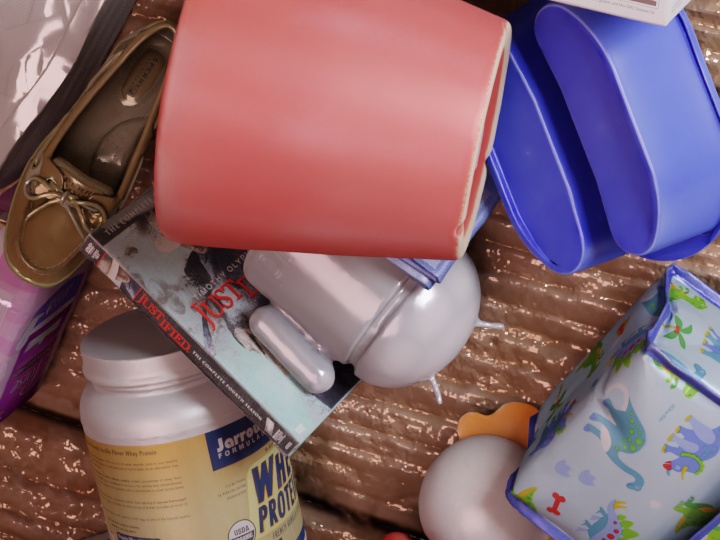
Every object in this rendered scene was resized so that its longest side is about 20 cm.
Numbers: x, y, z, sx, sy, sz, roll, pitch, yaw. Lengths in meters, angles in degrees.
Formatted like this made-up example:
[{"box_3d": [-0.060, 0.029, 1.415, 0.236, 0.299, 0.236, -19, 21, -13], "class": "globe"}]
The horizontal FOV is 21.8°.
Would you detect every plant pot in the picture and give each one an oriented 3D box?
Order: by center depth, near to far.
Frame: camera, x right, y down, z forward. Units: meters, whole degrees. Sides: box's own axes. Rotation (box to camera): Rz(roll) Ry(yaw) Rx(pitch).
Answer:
[{"box_3d": [-0.011, -0.093, 1.097, 0.175, 0.201, 0.202, 13, 116, 6], "class": "plant pot"}]

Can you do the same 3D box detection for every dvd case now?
[{"box_3d": [-0.081, 0.019, 1.298, 0.200, 0.146, 0.022, 44, 130, 4], "class": "dvd case"}]

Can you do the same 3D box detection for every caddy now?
[{"box_3d": [0.154, -0.094, 1.166, 0.141, 0.104, 0.202, -15, 98, 51], "class": "caddy"}]

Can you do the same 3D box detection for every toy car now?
[{"box_3d": [0.095, 0.194, 1.300, 0.175, 0.184, 0.202, 23, 90, 15], "class": "toy car"}]

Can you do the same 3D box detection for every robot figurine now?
[{"box_3d": [0.000, 0.000, 1.268, 0.200, 0.113, 0.170, 39, 87, 6], "class": "robot figurine"}]

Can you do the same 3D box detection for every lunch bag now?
[{"box_3d": [0.222, 0.130, 1.217, 0.199, 0.128, 0.170, 36, 126, -6], "class": "lunch bag"}]

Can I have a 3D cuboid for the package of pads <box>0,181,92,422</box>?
[{"box_3d": [-0.265, 0.026, 1.402, 0.075, 0.120, 0.201, 34, 120, 9], "class": "package of pads"}]

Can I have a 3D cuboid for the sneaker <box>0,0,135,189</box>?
[{"box_3d": [-0.249, -0.165, 1.351, 0.115, 0.074, 0.201, 38, 112, 9], "class": "sneaker"}]

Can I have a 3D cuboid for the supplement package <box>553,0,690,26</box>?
[{"box_3d": [0.114, -0.236, 1.094, 0.198, 0.156, 0.112, 17, 119, 18], "class": "supplement package"}]

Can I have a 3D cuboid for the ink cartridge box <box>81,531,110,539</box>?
[{"box_3d": [-0.245, 0.284, 1.484, 0.199, 0.146, 0.083, -21, 103, 31], "class": "ink cartridge box"}]

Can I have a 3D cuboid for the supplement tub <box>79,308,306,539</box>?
[{"box_3d": [-0.124, 0.134, 1.365, 0.143, 0.144, 0.202, -2, 110, 26], "class": "supplement tub"}]

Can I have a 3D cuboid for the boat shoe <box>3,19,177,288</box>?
[{"box_3d": [-0.182, -0.082, 1.289, 0.073, 0.063, 0.202, 34, 80, -5], "class": "boat shoe"}]

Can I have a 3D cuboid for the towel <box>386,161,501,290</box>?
[{"box_3d": [0.006, -0.094, 1.228, 0.199, 0.147, 0.024, 34, 159, 8], "class": "towel"}]
